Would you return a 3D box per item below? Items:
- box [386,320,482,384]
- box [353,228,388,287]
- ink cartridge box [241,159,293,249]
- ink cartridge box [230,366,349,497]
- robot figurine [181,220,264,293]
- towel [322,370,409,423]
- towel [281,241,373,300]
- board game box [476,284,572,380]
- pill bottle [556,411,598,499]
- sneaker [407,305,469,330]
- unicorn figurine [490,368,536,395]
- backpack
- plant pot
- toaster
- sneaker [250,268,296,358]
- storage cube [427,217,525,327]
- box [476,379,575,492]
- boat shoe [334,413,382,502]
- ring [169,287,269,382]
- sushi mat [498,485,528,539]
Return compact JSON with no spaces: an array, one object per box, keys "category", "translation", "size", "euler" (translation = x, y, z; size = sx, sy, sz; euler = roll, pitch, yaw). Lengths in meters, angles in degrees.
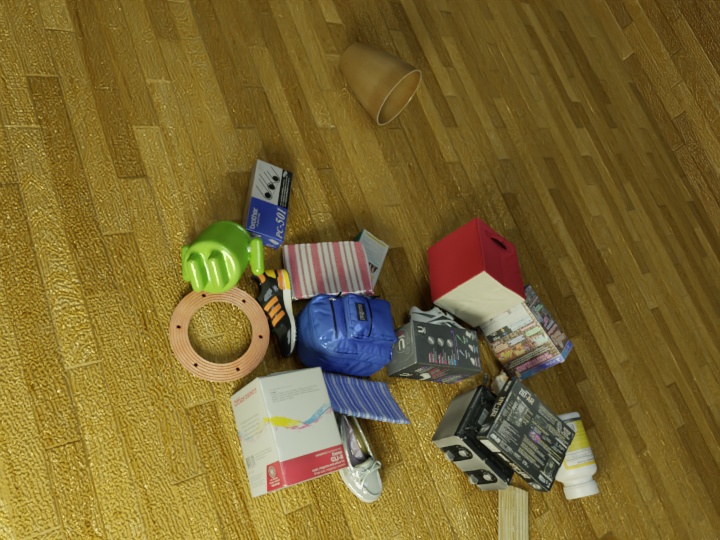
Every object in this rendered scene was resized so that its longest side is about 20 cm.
[{"category":"box","translation":[0.172,0.197,1.474],"size":[0.199,0.122,0.107],"euler":[12,61,-30]},{"category":"box","translation":[0.000,0.000,1.508],"size":[0.082,0.049,0.200],"euler":[34,51,-15]},{"category":"ink cartridge box","translation":[-0.217,-0.155,1.443],"size":[0.094,0.044,0.201],"euler":[18,57,-24]},{"category":"ink cartridge box","translation":[-0.140,0.304,1.183],"size":[0.144,0.145,0.201],"euler":[-5,69,-37]},{"category":"robot figurine","translation":[-0.285,-0.030,1.256],"size":[0.200,0.175,0.116],"euler":[-80,160,-65]},{"category":"towel","translation":[-0.003,0.267,1.326],"size":[0.199,0.024,0.145],"euler":[16,18,-28]},{"category":"towel","translation":[-0.076,0.002,1.428],"size":[0.199,0.030,0.147],"euler":[-3,57,-14]},{"category":"board game box","translation":[0.428,0.168,1.635],"size":[0.200,0.159,0.097],"euler":[56,36,3]},{"category":"pill bottle","translation":[0.536,0.474,1.588],"size":[0.111,0.111,0.201],"euler":[2,66,-34]},{"category":"sneaker","translation":[0.207,0.132,1.566],"size":[0.199,0.074,0.089],"euler":[14,60,-29]},{"category":"unicorn figurine","translation":[0.372,0.307,1.536],"size":[0.074,0.138,0.201],"euler":[-4,55,-12]},{"category":"backpack","translation":[-0.035,0.124,1.342],"size":[0.199,0.168,0.163],"euler":[10,48,-29]},{"category":"plant pot","translation":[0.041,-0.552,1.765],"size":[0.200,0.187,0.186],"euler":[44,48,11]},{"category":"toaster","translation":[0.286,0.385,1.455],"size":[0.181,0.119,0.200],"euler":[45,49,-7]},{"category":"sneaker","translation":[-0.190,0.093,1.324],"size":[0.090,0.070,0.201],"euler":[-2,67,-17]},{"category":"storage cube","translation":[0.293,0.010,1.593],"size":[0.171,0.200,0.180],"euler":[31,41,-31]},{"category":"box","translation":[0.376,0.371,1.396],"size":[0.200,0.044,0.160],"euler":[41,62,-10]},{"category":"boat shoe","translation":[-0.008,0.381,1.288],"size":[0.074,0.065,0.203],"euler":[-13,74,-39]},{"category":"ring","translation":[-0.282,0.125,1.247],"size":[0.200,0.019,0.201],"euler":[9,65,-20]},{"category":"sushi mat","translation":[0.359,0.610,1.456],"size":[0.095,0.012,0.201],"euler":[23,54,-21]}]
